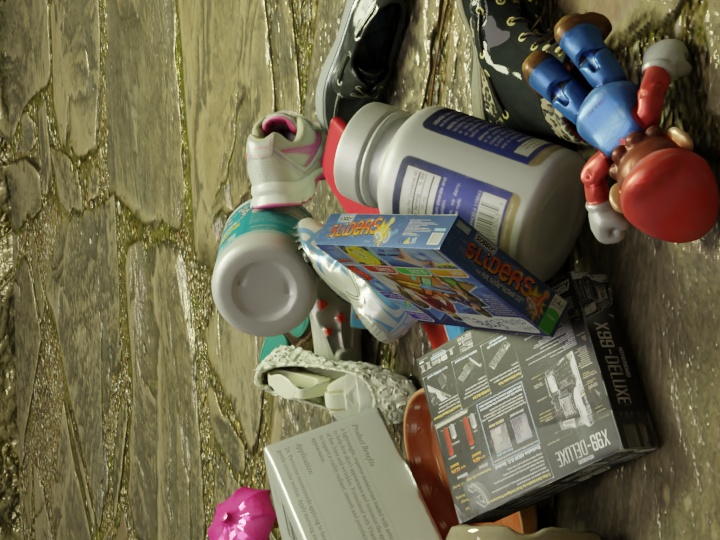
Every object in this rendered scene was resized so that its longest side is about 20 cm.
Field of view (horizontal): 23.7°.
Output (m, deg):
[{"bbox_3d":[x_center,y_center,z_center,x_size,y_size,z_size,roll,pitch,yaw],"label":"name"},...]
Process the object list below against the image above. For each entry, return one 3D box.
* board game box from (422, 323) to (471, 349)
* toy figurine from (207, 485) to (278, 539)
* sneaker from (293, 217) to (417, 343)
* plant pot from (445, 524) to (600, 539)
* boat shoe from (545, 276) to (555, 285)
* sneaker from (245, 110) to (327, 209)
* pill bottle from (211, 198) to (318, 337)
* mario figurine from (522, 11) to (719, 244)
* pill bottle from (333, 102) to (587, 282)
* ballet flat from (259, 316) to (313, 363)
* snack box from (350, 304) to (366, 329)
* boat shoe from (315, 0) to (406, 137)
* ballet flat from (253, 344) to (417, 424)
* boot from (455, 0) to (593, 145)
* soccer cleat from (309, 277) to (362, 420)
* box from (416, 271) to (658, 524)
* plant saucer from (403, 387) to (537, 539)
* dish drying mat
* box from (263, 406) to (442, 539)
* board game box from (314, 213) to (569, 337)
[{"bbox_3d":[0.080,0.003,1.638,0.153,0.040,0.200,91,161,-54],"label":"board game box"},{"bbox_3d":[-0.083,0.305,1.938,0.150,0.184,0.200,-131,42,-54],"label":"toy figurine"},{"bbox_3d":[0.000,0.000,1.692,0.200,0.072,0.072,44,177,46],"label":"sneaker"},{"bbox_3d":[0.138,0.312,1.462,0.200,0.200,0.184,159,116,-66],"label":"plant pot"},{"bbox_3d":[0.123,-0.056,1.550,0.072,0.066,0.201,-37,76,25],"label":"boat shoe"},{"bbox_3d":[-0.069,-0.136,1.863,0.200,0.081,0.088,-57,-41,-66],"label":"sneaker"},{"bbox_3d":[-0.098,-0.013,1.836,0.200,0.111,0.111,-89,3,-70],"label":"pill bottle"},{"bbox_3d":[0.212,-0.101,1.321,0.200,0.106,0.123,59,157,28],"label":"mario figurine"},{"bbox_3d":[0.083,-0.073,1.465,0.200,0.120,0.120,23,120,28],"label":"pill bottle"},{"bbox_3d":[-0.071,0.057,2.004,0.071,0.065,0.200,50,148,16],"label":"ballet flat"},{"bbox_3d":[0.013,-0.052,1.783,0.116,0.037,0.200,-88,2,-70],"label":"snack box"},{"bbox_3d":[0.002,-0.212,1.792,0.057,0.069,0.200,-123,39,-47],"label":"boat shoe"},{"bbox_3d":[-0.034,0.130,1.841,0.200,0.072,0.072,11,106,37],"label":"ballet flat"},{"bbox_3d":[0.150,-0.203,1.453,0.154,0.073,0.204,19,118,62],"label":"boot"},{"bbox_3d":[-0.027,0.077,1.915,0.078,0.069,0.200,174,89,-69],"label":"soccer cleat"},{"bbox_3d":[0.146,0.112,1.465,0.200,0.050,0.158,-33,63,41],"label":"box"},{"bbox_3d":[0.108,0.200,1.625,0.200,0.032,0.200,46,147,42],"label":"plant saucer"},{"bbox_3d":[0.010,-0.071,1.666,0.200,0.018,0.077,54,139,48],"label":"dish drying mat"},{"bbox_3d":[0.002,0.285,1.744,0.200,0.131,0.199,82,166,-47],"label":"box"},{"bbox_3d":[0.065,0.002,1.441,0.200,0.135,0.034,4,61,58],"label":"board game box"}]
